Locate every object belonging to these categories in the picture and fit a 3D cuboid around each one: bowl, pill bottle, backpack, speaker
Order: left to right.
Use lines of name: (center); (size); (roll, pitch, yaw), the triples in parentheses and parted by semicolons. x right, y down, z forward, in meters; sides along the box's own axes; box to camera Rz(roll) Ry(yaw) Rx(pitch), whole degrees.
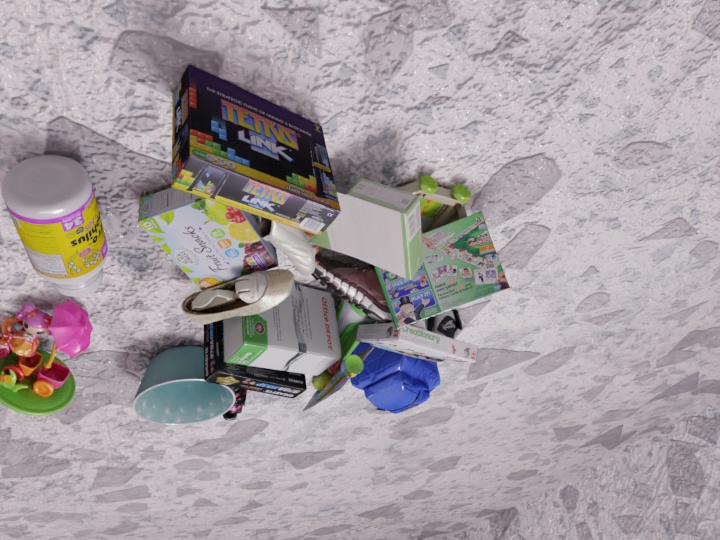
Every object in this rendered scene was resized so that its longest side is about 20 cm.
pill bottle: (-0.410, -0.052, 0.795); (0.103, 0.105, 0.201); (-3, 143, -15)
bowl: (-0.361, 0.227, 1.182); (0.199, 0.106, 0.202); (-10, 143, -7)
speaker: (-0.025, 0.111, 1.160); (0.088, 0.089, 0.200); (7, 139, -27)
backpack: (0.081, 0.231, 1.291); (0.162, 0.169, 0.200); (-25, 147, 25)

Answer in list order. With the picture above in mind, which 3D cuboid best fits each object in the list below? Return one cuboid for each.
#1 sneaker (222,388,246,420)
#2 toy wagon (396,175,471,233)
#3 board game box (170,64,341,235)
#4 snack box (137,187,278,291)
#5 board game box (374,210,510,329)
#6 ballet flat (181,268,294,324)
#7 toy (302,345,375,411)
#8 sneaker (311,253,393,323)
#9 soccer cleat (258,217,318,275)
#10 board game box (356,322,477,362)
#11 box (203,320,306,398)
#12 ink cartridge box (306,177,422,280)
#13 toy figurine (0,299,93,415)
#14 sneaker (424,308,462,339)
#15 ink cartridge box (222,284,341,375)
sneaker: (-0.276, 0.272, 1.288); (0.076, 0.084, 0.201); (-1, 142, -19)
toy wagon: (0.084, -0.094, 0.964); (0.198, 0.040, 0.155); (10, 137, -28)
board game box: (-0.129, -0.146, 0.713); (0.199, 0.166, 0.057); (17, 136, -35)
snack box: (-0.229, -0.055, 0.895); (0.141, 0.053, 0.200); (-17, 146, 6)
board game box: (0.131, 0.001, 0.961); (0.198, 0.136, 0.029); (-20, 174, 9)
ballet flat: (-0.203, 0.043, 0.943); (0.198, 0.068, 0.062); (-21, 155, 15)
toy: (-0.057, 0.199, 1.116); (0.047, 0.115, 0.200); (46, 145, -5)
sneaker: (0.000, 0.000, 1.043); (0.199, 0.116, 0.076); (36, 166, -13)
soccer cleat: (-0.120, -0.058, 0.909); (0.077, 0.069, 0.201); (-34, 142, -18)
board game box: (0.107, 0.138, 1.086); (0.199, 0.035, 0.126); (20, 162, -34)
box: (-0.196, 0.145, 1.082); (0.199, 0.160, 0.046); (21, 135, -39)
ink cartridge box: (-0.003, -0.076, 0.891); (0.199, 0.048, 0.146); (22, 146, 25)
toy figurine: (-0.550, 0.119, 0.990); (0.199, 0.151, 0.184); (35, 111, -17)
sneaker: (0.165, 0.067, 1.127); (0.079, 0.130, 0.200); (-5, 143, -15)
ink cartridge box: (-0.144, 0.101, 1.052); (0.199, 0.148, 0.083); (16, 139, -34)
